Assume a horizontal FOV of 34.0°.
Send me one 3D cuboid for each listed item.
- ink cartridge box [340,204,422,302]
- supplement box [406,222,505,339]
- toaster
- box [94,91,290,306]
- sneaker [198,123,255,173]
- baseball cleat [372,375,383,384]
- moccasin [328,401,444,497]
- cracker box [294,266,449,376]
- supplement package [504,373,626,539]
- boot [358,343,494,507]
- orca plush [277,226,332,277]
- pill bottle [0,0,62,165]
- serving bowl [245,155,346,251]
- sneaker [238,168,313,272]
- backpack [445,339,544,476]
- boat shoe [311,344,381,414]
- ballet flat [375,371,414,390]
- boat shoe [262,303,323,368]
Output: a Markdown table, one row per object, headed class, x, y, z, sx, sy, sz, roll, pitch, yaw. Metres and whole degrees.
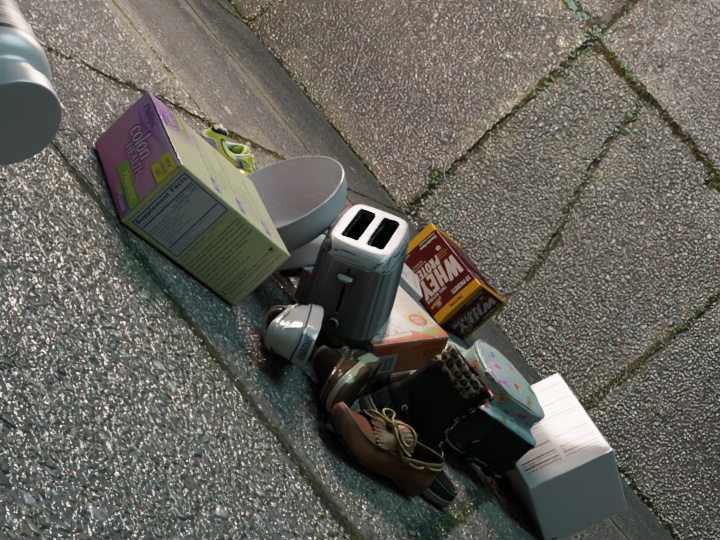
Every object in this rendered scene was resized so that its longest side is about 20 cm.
| class | x | y | z | sx | sy | sz | roll | pitch | yaw |
| --- | --- | --- | --- | --- | --- | --- | --- | --- | --- |
| ink cartridge box | 0.020 | -0.012 | 2.186 | 0.200 | 0.083 | 0.145 | 47 | 9 | -11 |
| supplement box | 0.205 | 0.028 | 2.739 | 0.201 | 0.133 | 0.197 | 53 | 10 | 26 |
| toaster | 0.000 | 0.000 | 1.569 | 0.113 | 0.130 | 0.200 | 22 | 28 | 9 |
| box | -0.202 | -0.084 | 1.408 | 0.200 | 0.097 | 0.176 | 42 | 12 | -41 |
| sneaker | -0.183 | -0.144 | 1.802 | 0.200 | 0.076 | 0.076 | 41 | 10 | -44 |
| baseball cleat | 0.030 | 0.095 | 1.727 | 0.200 | 0.105 | 0.070 | -113 | -171 | -61 |
| moccasin | 0.035 | 0.205 | 1.395 | 0.201 | 0.078 | 0.074 | 42 | 11 | -38 |
| cracker box | 0.013 | 0.065 | 1.660 | 0.133 | 0.058 | 0.200 | -4 | 35 | -35 |
| supplement package | 0.318 | 0.310 | 1.942 | 0.200 | 0.150 | 0.153 | -119 | -174 | -53 |
| boot | 0.106 | 0.199 | 1.509 | 0.200 | 0.150 | 0.073 | 52 | 4 | -22 |
| orca plush | -0.073 | -0.056 | 1.686 | 0.106 | 0.198 | 0.071 | 91 | -23 | -53 |
| pill bottle | -0.355 | -0.197 | 1.085 | 0.201 | 0.116 | 0.116 | 55 | 11 | 32 |
| serving bowl | -0.106 | -0.077 | 1.589 | 0.200 | 0.198 | 0.066 | -115 | -176 | -60 |
| sneaker | -0.140 | -0.063 | 1.725 | 0.200 | 0.070 | 0.090 | 44 | 15 | -3 |
| backpack | 0.178 | 0.198 | 1.844 | 0.175 | 0.154 | 0.200 | 32 | 12 | -45 |
| boat shoe | -0.031 | 0.130 | 1.462 | 0.074 | 0.075 | 0.202 | 31 | 5 | 7 |
| ballet flat | 0.060 | 0.178 | 1.660 | 0.072 | 0.072 | 0.200 | 47 | 9 | -9 |
| boat shoe | -0.087 | 0.072 | 1.417 | 0.065 | 0.073 | 0.200 | 24 | 7 | -4 |
